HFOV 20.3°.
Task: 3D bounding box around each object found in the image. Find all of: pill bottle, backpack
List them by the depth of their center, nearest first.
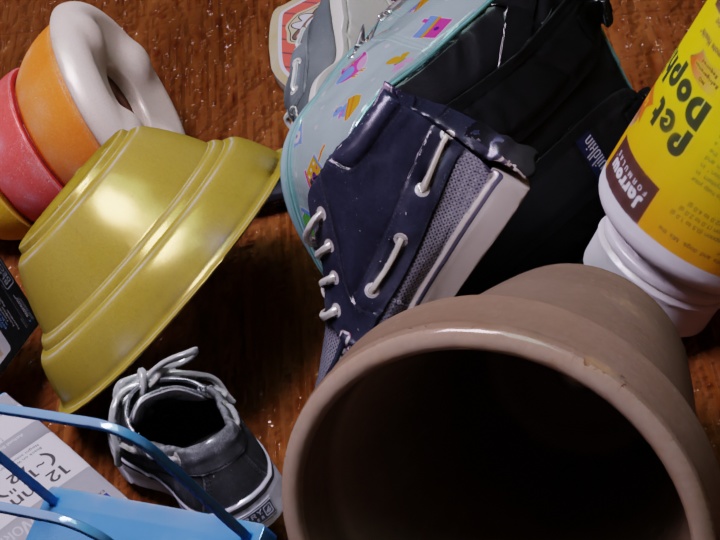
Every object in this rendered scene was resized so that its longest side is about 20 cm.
[{"bbox_3d":[0.195,-0.064,1.039,0.108,0.201,0.110,21,32,-14],"label":"pill bottle"},{"bbox_3d":[0.052,-0.061,1.123,0.200,0.177,0.153,-44,29,-26],"label":"backpack"}]

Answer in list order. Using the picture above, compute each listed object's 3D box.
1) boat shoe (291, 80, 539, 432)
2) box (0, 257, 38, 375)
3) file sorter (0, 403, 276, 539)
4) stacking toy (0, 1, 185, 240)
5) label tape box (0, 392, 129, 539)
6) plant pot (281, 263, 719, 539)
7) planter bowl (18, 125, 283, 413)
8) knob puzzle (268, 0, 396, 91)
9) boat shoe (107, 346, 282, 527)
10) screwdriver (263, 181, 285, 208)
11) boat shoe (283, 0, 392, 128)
[{"bbox_3d":[0.000,0.000,1.015,0.201,0.092,0.075,-57,4,11],"label":"boat shoe"},{"bbox_3d":[-0.270,0.069,1.132,0.116,0.060,0.200,-26,16,19],"label":"box"},{"bbox_3d":[-0.154,0.172,0.896,0.138,0.123,0.201,5,60,34],"label":"file sorter"},{"bbox_3d":[-0.223,-0.069,1.315,0.199,0.146,0.147,-29,35,13],"label":"stacking toy"},{"bbox_3d":[-0.182,0.164,1.040,0.143,0.066,0.199,-37,39,-21],"label":"label tape box"},{"bbox_3d":[0.086,0.081,0.943,0.198,0.202,0.175,-1,23,23],"label":"plant pot"},{"bbox_3d":[-0.136,-0.020,1.146,0.201,0.083,0.201,-47,12,13],"label":"planter bowl"},{"bbox_3d":[0.018,-0.175,1.394,0.217,0.031,0.221,-13,39,10],"label":"knob puzzle"},{"bbox_3d":[-0.100,0.082,1.068,0.073,0.068,0.199,-30,21,-8],"label":"boat shoe"},{"bbox_3d":[0.019,-0.076,1.273,0.198,0.029,0.028,-18,37,4],"label":"screwdriver"},{"bbox_3d":[-0.015,-0.106,1.278,0.062,0.072,0.201,-39,31,36],"label":"boat shoe"}]
